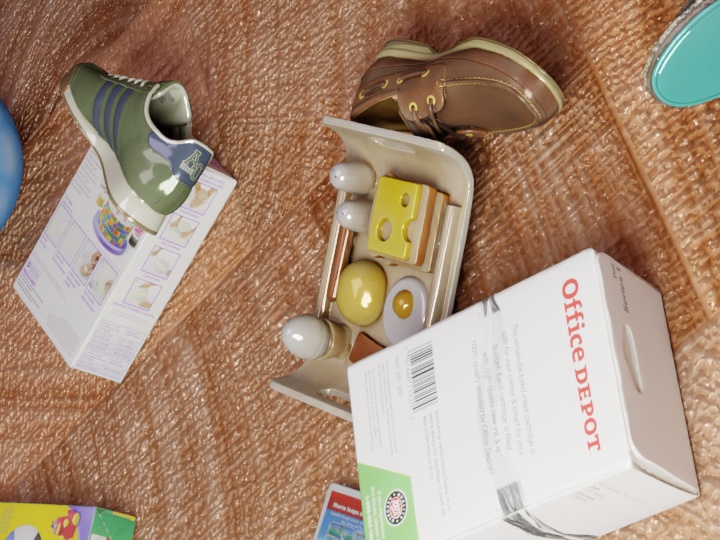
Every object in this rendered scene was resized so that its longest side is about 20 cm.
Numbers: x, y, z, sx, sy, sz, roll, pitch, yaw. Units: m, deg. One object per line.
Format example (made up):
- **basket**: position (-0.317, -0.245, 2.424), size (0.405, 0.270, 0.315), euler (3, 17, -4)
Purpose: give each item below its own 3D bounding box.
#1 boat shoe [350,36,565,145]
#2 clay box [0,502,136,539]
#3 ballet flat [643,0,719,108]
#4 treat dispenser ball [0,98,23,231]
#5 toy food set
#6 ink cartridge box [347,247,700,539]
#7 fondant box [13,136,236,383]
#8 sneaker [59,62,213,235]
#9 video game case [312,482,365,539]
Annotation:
- **boat shoe**: position (0.063, -0.114, 1.322), size (0.068, 0.072, 0.200), euler (-51, 30, -17)
- **clay box**: position (-0.267, 0.250, 1.569), size (0.199, 0.047, 0.116), euler (-6, 68, 47)
- **ballet flat**: position (0.254, -0.175, 1.159), size (0.200, 0.068, 0.076), euler (-39, 25, 24)
- **treat dispenser ball**: position (-0.411, -0.098, 1.774), size (0.200, 0.200, 0.202), euler (-24, 56, 41)
- **toy food set**: position (0.000, 0.000, 1.344), size (0.143, 0.060, 0.202), euler (17, 98, 51)
- **ink cartridge box**: position (0.096, 0.097, 1.178), size (0.199, 0.084, 0.147), euler (-26, 55, 32)
- **fondant box**: position (-0.200, -0.029, 1.612), size (0.201, 0.058, 0.144), euler (-60, 40, 12)
- **sneaker**: position (-0.171, -0.120, 1.532), size (0.090, 0.067, 0.201), euler (-44, 44, 14)
- **video game case**: position (-0.001, 0.253, 1.284), size (0.142, 0.017, 0.202), euler (10, 81, 51)
